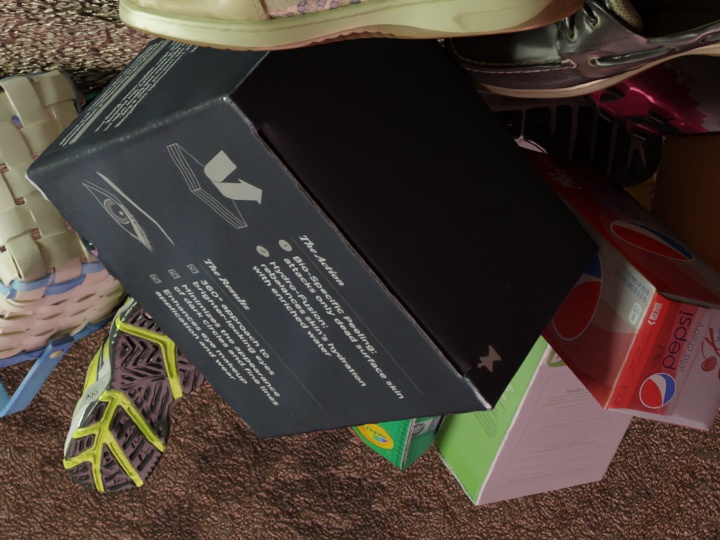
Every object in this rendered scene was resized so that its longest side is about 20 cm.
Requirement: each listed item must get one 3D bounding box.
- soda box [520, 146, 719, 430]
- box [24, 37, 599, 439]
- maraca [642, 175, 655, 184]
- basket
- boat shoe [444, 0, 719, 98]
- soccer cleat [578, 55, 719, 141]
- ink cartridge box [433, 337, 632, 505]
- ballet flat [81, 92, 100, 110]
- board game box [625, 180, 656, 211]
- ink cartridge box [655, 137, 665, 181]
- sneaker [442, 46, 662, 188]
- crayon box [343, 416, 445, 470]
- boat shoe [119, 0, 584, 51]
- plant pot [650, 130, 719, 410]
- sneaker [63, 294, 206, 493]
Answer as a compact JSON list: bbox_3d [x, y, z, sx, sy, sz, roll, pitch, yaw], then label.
[{"bbox_3d":[0.124,0.003,1.013,0.063,0.070,0.200,12,-161,-23],"label":"soda box"},{"bbox_3d":[-0.026,-0.029,0.975,0.200,0.197,0.117,-12,-147,53],"label":"box"},{"bbox_3d":[0.118,-0.063,1.304,0.137,0.107,0.200,16,-171,40],"label":"maraca"},{"bbox_3d":[-0.218,-0.016,1.190,0.139,0.176,0.200,-19,170,-38],"label":"basket"},{"bbox_3d":[0.123,-0.126,0.886,0.200,0.073,0.065,-9,162,26],"label":"boat shoe"},{"bbox_3d":[0.215,-0.108,1.163,0.200,0.086,0.070,24,173,-18],"label":"soccer cleat"},{"bbox_3d":[0.130,0.052,1.225,0.104,0.059,0.200,-7,135,-31],"label":"ink cartridge box"},{"bbox_3d":[-0.090,-0.077,1.277,0.200,0.065,0.071,2,179,-33],"label":"ballet flat"},{"bbox_3d":[0.136,-0.011,1.226,0.200,0.030,0.096,-13,152,-16],"label":"board game box"},{"bbox_3d":[0.279,-0.025,1.313,0.160,0.200,0.047,-7,176,40],"label":"ink cartridge box"},{"bbox_3d":[0.091,-0.093,1.196,0.200,0.078,0.090,11,170,-23],"label":"sneaker"},{"bbox_3d":[0.047,0.035,1.327,0.119,0.058,0.200,34,-133,23],"label":"crayon box"},{"bbox_3d":[-0.007,-0.131,0.818,0.200,0.063,0.073,-2,-159,15],"label":"boat shoe"},{"bbox_3d":[0.235,-0.008,1.058,0.200,0.140,0.200,-5,-176,0],"label":"plant pot"},{"bbox_3d":[-0.127,0.043,1.197,0.075,0.076,0.200,25,119,-22],"label":"sneaker"}]
